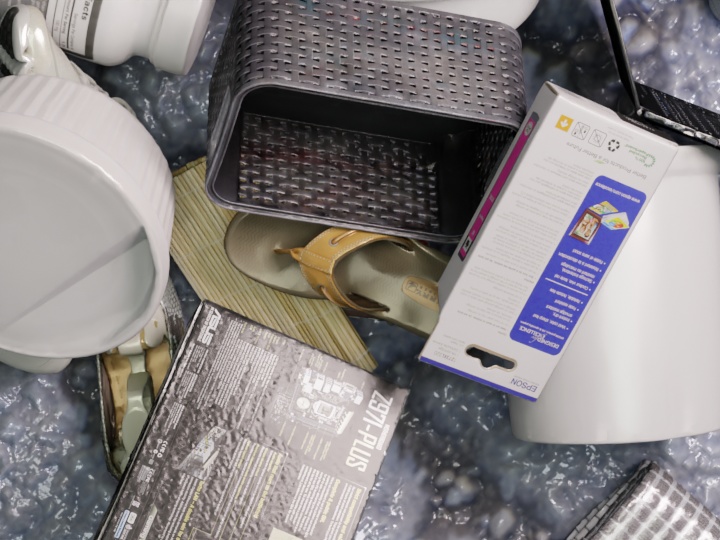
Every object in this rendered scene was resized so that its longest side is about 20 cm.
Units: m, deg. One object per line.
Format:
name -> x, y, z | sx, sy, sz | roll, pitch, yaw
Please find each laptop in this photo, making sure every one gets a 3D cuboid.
laptop -> 0.235, -0.156, 1.291 | 0.200, 0.177, 0.103 | 21, 104, 0

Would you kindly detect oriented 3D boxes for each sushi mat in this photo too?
sushi mat -> -0.077, 0.008, 1.338 | 0.096, 0.012, 0.200 | -26, 105, 26

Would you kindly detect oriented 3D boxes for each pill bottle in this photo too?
pill bottle -> -0.208, -0.216, 1.324 | 0.200, 0.116, 0.116 | 18, 90, -1

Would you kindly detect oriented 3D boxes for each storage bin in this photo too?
storage bin -> 0.002, -0.105, 1.232 | 0.200, 0.135, 0.094 | 8, 53, -13

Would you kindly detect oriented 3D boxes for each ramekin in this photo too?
ramekin -> -0.219, -0.043, 1.251 | 0.202, 0.094, 0.203 | 7, 130, 8

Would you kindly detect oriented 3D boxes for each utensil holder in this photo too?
utensil holder -> 0.178, 0.015, 1.304 | 0.170, 0.170, 0.200 | -3, 91, -1

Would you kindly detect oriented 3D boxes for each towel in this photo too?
towel -> 0.209, 0.265, 1.345 | 0.166, 0.086, 0.200 | 40, 89, 0

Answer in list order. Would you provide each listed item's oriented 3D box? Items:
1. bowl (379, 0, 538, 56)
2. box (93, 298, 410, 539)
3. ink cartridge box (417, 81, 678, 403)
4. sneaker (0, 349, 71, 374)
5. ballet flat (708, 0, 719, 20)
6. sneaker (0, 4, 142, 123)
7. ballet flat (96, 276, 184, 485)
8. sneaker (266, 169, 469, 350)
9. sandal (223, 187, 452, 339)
bowl -> 0.047, -0.204, 1.312 | 0.201, 0.201, 0.091 | -6, 123, -1
box -> -0.080, 0.147, 1.277 | 0.164, 0.086, 0.200 | 23, 72, -6
ink cartridge box -> 0.119, -0.016, 1.194 | 0.095, 0.037, 0.200 | 21, 106, -20
sneaker -> -0.297, 0.011, 1.333 | 0.200, 0.081, 0.076 | 38, 102, 2
ballet flat -> 0.314, -0.277, 1.358 | 0.067, 0.064, 0.200 | 18, 89, -1
sneaker -> -0.203, -0.111, 1.317 | 0.081, 0.075, 0.200 | -25, 129, -10
ballet flat -> -0.163, 0.073, 1.347 | 0.072, 0.072, 0.201 | -6, 90, -1
sneaker -> -0.001, 0.005, 1.361 | 0.200, 0.077, 0.082 | 36, 116, 1
sandal -> 0.000, 0.000, 1.285 | 0.200, 0.054, 0.080 | 23, 102, 3
